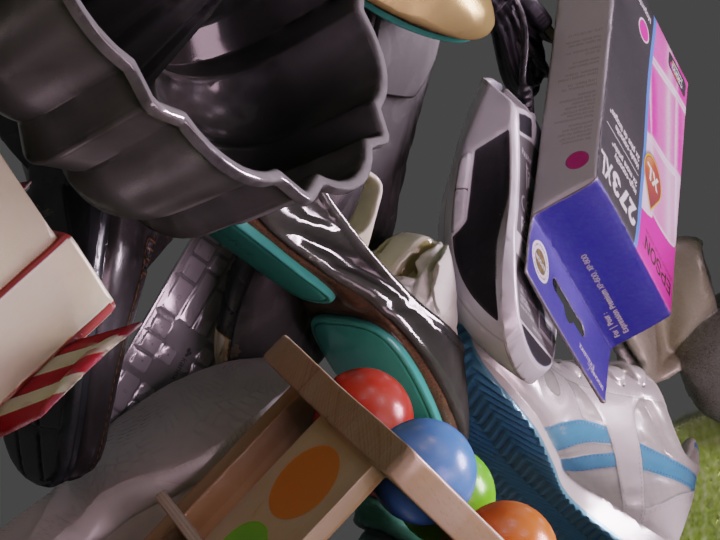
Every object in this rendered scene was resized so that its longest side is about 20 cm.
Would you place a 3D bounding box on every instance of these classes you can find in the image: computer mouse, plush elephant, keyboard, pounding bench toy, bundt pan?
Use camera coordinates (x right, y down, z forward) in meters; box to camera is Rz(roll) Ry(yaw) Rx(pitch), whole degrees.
[{"bbox_3d":[0.057,-0.046,1.048,0.110,0.044,0.200,50,38,-59],"label":"computer mouse"},{"bbox_3d":[0.220,0.029,1.181,0.165,0.200,0.155,14,113,-38],"label":"plush elephant"},{"bbox_3d":[-0.054,0.000,1.038,0.056,0.011,0.200,39,74,-37],"label":"keyboard"},{"bbox_3d":[0.012,0.148,0.934,0.156,0.124,0.200,-46,121,-3],"label":"pounding bench toy"},{"bbox_3d":[-0.080,-0.098,0.854,0.202,0.076,0.202,39,33,-33],"label":"bundt pan"}]

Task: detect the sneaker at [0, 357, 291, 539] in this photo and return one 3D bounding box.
[{"bbox_3d":[-0.088,0.118,0.987,0.200,0.075,0.089,-38,115,-11],"label":"sneaker"}]

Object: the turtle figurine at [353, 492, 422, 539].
[{"bbox_3d":[-0.019,0.153,1.044,0.150,0.101,0.200,24,90,-34],"label":"turtle figurine"}]

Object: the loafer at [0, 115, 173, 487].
[{"bbox_3d":[-0.104,-0.012,0.959,0.072,0.073,0.200,1,99,-43],"label":"loafer"}]

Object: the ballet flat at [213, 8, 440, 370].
[{"bbox_3d":[-0.017,-0.039,1.033,0.066,0.057,0.200,20,91,-39],"label":"ballet flat"}]

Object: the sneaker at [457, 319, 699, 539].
[{"bbox_3d":[0.094,0.072,1.137,0.200,0.076,0.081,44,62,-42],"label":"sneaker"}]

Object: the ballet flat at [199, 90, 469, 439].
[{"bbox_3d":[0.000,0.000,0.982,0.068,0.068,0.200,-54,129,-18],"label":"ballet flat"}]

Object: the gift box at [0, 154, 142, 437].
[{"bbox_3d":[-0.198,-0.005,0.812,0.200,0.184,0.187,-40,119,-19],"label":"gift box"}]

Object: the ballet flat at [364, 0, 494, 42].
[{"bbox_3d":[-0.022,-0.157,0.954,0.200,0.069,0.063,25,122,-15],"label":"ballet flat"}]

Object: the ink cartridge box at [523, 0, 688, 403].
[{"bbox_3d":[0.114,-0.046,1.081,0.095,0.037,0.200,56,34,-40],"label":"ink cartridge box"}]
